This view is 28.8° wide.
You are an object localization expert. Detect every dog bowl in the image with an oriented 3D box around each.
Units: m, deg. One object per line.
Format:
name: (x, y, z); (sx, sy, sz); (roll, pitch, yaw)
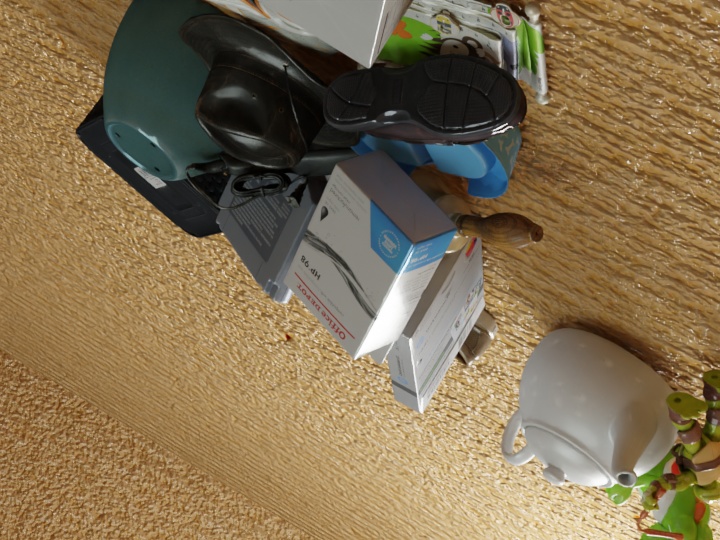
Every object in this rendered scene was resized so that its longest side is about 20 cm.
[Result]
dog bowl: (0.063, -0.131, 1.304); (0.198, 0.050, 0.112); (16, 153, 38)

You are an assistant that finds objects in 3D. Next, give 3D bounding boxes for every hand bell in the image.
hand bell: (0.103, -0.042, 1.322); (0.104, 0.105, 0.199); (44, 163, -26)

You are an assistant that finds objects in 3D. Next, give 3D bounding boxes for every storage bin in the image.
storage bin: (-0.219, -0.140, 1.645); (0.200, 0.094, 0.135); (41, 158, -20)

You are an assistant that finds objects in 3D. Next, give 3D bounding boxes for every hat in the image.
hat: (-0.100, -0.147, 1.313); (0.199, 0.082, 0.201); (29, 166, 8)

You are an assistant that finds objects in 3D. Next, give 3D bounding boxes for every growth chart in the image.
growth chart: (0.071, -0.191, 1.180); (0.198, 0.018, 0.145); (14, 154, 25)

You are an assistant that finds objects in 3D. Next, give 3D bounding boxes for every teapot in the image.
teapot: (0.243, 0.169, 1.536); (0.196, 0.147, 0.200); (29, 164, 24)

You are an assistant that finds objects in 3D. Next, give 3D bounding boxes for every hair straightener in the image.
hair straightener: (-0.078, -0.101, 1.405); (0.197, 0.078, 0.041); (-6, 143, 2)

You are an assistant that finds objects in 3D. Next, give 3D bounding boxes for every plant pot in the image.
plant pot: (-0.192, -0.176, 1.467); (0.198, 0.136, 0.201); (29, 158, 13)

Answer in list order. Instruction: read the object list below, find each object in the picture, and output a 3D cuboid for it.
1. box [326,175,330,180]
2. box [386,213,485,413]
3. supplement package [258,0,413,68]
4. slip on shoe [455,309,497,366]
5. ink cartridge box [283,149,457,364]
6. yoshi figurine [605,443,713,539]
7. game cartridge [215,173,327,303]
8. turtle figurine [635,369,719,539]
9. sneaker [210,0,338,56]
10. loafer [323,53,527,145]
box: (0.030, -0.055, 1.542); (0.143, 0.037, 0.201); (27, 157, 19)
box: (0.082, 0.046, 1.513); (0.041, 0.157, 0.201); (25, 158, 17)
supplement package: (-0.041, -0.278, 1.051); (0.199, 0.112, 0.156); (31, 160, 5)
slip on shoe: (0.065, 0.040, 1.658); (0.199, 0.061, 0.076); (33, 159, 2)
ink cartridge box: (0.000, 0.000, 1.353); (0.116, 0.066, 0.201); (46, 133, 22)
yoshi figurine: (0.335, 0.269, 1.572); (0.200, 0.111, 0.113); (-95, -7, -68)
game cartridge: (-0.091, -0.068, 1.500); (0.040, 0.135, 0.200); (13, -159, -30)
turtle figurine: (0.365, 0.182, 1.452); (0.065, 0.197, 0.163); (-123, 18, -55)
sneaker: (-0.097, -0.246, 1.265); (0.198, 0.076, 0.092); (29, 163, 16)
loafer: (0.061, -0.141, 1.199); (0.198, 0.073, 0.063); (5, 168, 36)
